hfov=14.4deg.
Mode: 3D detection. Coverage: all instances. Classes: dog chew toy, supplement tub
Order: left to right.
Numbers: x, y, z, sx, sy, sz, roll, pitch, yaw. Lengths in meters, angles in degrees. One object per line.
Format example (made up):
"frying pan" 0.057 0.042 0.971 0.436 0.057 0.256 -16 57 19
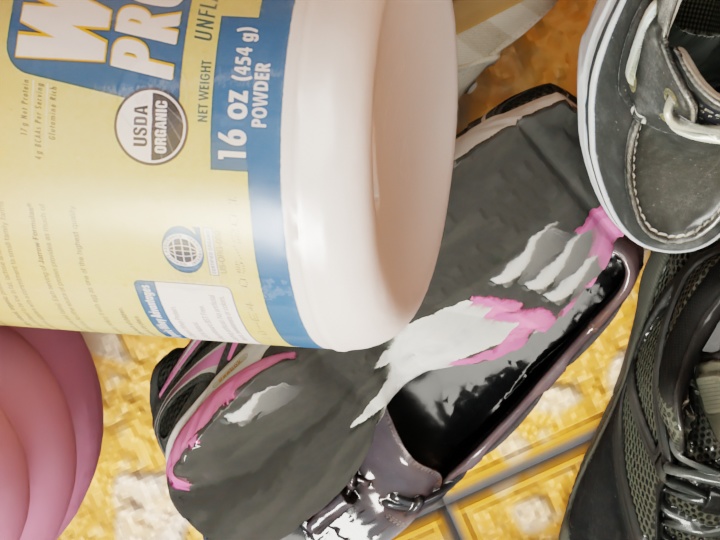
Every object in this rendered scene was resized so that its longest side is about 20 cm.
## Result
"dog chew toy" -0.147 0.060 0.954 0.124 0.200 0.125 -1 98 -6
"supplement tub" -0.079 -0.052 0.892 0.199 0.145 0.146 3 98 14

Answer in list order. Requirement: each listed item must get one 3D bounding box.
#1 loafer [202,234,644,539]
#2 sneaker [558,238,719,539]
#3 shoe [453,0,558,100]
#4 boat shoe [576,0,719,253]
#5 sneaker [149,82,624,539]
"loafer" 0.021 0.045 1.031 0.200 0.063 0.072 -42 100 3
"sneaker" 0.121 0.079 1.018 0.076 0.114 0.200 13 102 -5
"shoe" -0.011 -0.062 1.015 0.199 0.070 0.054 -27 120 -3
"boat shoe" 0.110 -0.073 0.899 0.072 0.071 0.201 1 133 -5
"sneaker" 0.000 0.000 0.993 0.200 0.086 0.080 -37 125 -4
